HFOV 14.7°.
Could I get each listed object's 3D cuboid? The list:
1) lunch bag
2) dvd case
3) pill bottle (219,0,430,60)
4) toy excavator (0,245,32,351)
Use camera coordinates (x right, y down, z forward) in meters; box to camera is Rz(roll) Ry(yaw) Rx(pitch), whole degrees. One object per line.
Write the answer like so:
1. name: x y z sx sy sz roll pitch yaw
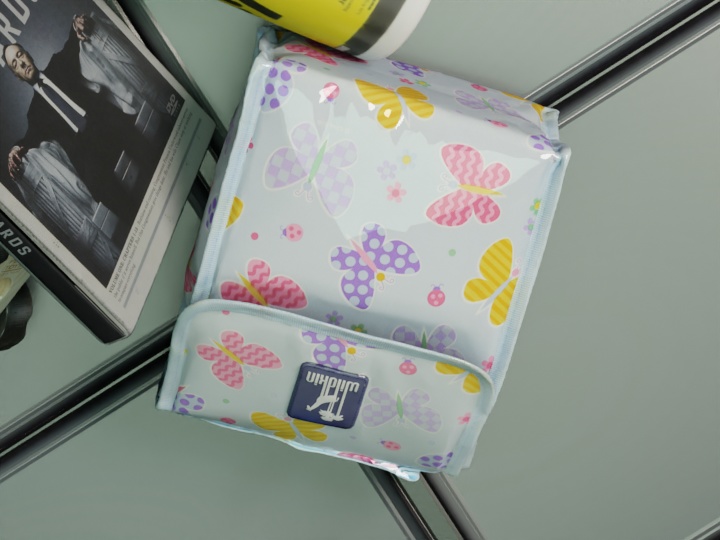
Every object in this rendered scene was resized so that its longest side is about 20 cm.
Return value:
1. lunch bag: 0.000 0.000 1.396 0.169 0.127 0.201 17 107 -5
2. dvd case: -0.158 -0.084 1.333 0.025 0.151 0.200 -20 126 36
3. pill bottle: -0.059 -0.187 1.344 0.199 0.114 0.115 21 100 -17
4. toy excavator: -0.221 -0.077 1.385 0.200 0.100 0.195 48 116 15
